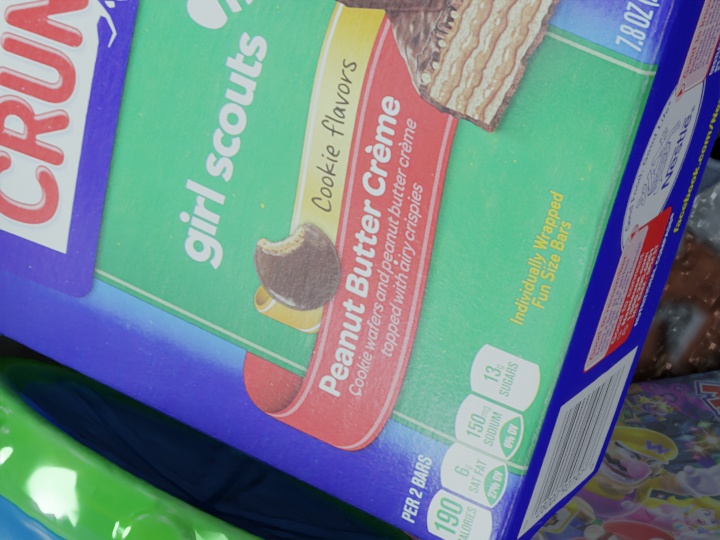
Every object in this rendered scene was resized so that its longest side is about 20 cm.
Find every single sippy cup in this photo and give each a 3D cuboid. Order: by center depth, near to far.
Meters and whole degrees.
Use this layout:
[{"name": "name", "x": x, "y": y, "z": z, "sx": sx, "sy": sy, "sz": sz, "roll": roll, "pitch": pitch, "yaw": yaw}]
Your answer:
[{"name": "sippy cup", "x": -0.063, "y": 0.110, "z": 0.767, "sx": 0.177, "sy": 0.140, "sz": 0.131, "roll": 26, "pitch": 96, "yaw": 10}]

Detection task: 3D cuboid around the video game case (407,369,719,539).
[{"name": "video game case", "x": 0.096, "y": 0.082, "z": 0.911, "sx": 0.199, "sy": 0.143, "sz": 0.018, "roll": -7, "pitch": 124, "yaw": -24}]

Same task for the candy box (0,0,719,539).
[{"name": "candy box", "x": -0.018, "y": -0.049, "z": 0.733, "sx": 0.199, "sy": 0.077, "sz": 0.170, "roll": 25, "pitch": 115, "yaw": 19}]

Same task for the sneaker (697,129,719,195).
[{"name": "sneaker", "x": 0.071, "y": -0.031, "z": 0.865, "sx": 0.084, "sy": 0.200, "sz": 0.075, "roll": -18, "pitch": 70, "yaw": -15}]

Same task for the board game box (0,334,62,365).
[{"name": "board game box", "x": -0.131, "y": 0.031, "z": 0.816, "sx": 0.200, "sy": 0.026, "sz": 0.201, "roll": -30, "pitch": 118, "yaw": -58}]
